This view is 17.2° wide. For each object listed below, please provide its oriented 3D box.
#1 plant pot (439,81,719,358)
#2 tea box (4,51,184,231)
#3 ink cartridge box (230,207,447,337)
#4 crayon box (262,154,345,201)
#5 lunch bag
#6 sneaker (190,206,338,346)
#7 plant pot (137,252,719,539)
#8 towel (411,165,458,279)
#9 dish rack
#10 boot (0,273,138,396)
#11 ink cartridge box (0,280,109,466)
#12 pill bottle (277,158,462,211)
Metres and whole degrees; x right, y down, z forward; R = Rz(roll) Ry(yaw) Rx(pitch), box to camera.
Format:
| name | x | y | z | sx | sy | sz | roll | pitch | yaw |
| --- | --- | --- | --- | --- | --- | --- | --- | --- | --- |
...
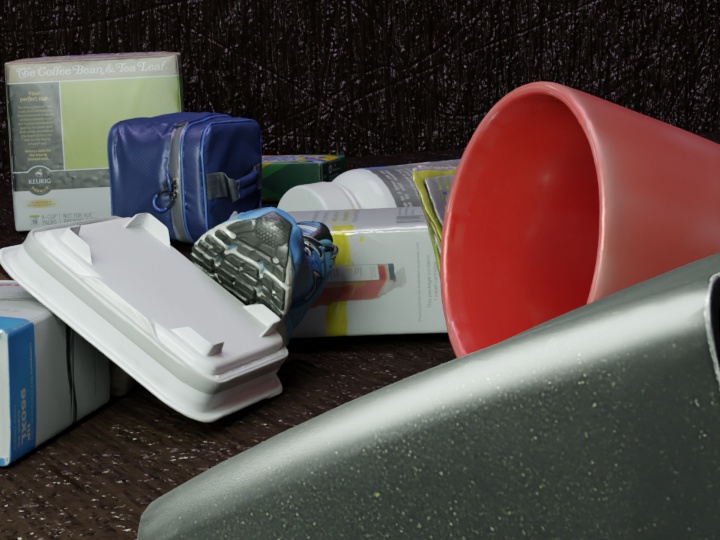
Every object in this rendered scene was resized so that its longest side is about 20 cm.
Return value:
| name | x | y | z | sx | sy | sz | roll | pitch | yaw |
| --- | --- | --- | --- | --- | --- | --- | --- | --- | --- |
| plant pot | 0.173 | -0.010 | 1.515 | 0.177 | 0.202 | 0.200 | 6 | 2 | -27 |
| tea box | -0.301 | -0.151 | 2.753 | 0.199 | 0.198 | 0.134 | -2 | 7 | -2 |
| ink cartridge box | 0.000 | 0.000 | 1.804 | 0.199 | 0.084 | 0.145 | -2 | 8 | 2 |
| crayon box | -0.129 | -0.116 | 3.010 | 0.199 | 0.052 | 0.126 | -1 | 7 | 13 |
| lunch bag | -0.176 | -0.097 | 2.509 | 0.132 | 0.137 | 0.200 | -1 | 7 | 16 |
| sneaker | -0.060 | -0.009 | 1.627 | 0.078 | 0.090 | 0.200 | 38 | -15 | 7 |
| plant pot | 0.059 | 0.102 | 0.625 | 0.177 | 0.201 | 0.200 | -11 | 3 | 27 |
| towel | 0.128 | -0.013 | 1.719 | 0.199 | 0.144 | 0.023 | -3 | -21 | -38 |
| dish rack | -0.126 | 0.020 | 1.506 | 0.171 | 0.044 | 0.200 | 39 | 13 | 9 |
| boot | -0.214 | 0.043 | 1.665 | 0.199 | 0.065 | 0.186 | -3 | 19 | 22 |
| ink cartridge box | -0.250 | 0.059 | 1.463 | 0.144 | 0.085 | 0.200 | 0 | 8 | 12 |
| pill bottle | 0.034 | -0.033 | 2.002 | 0.199 | 0.114 | 0.114 | -7 | 8 | -34 |
